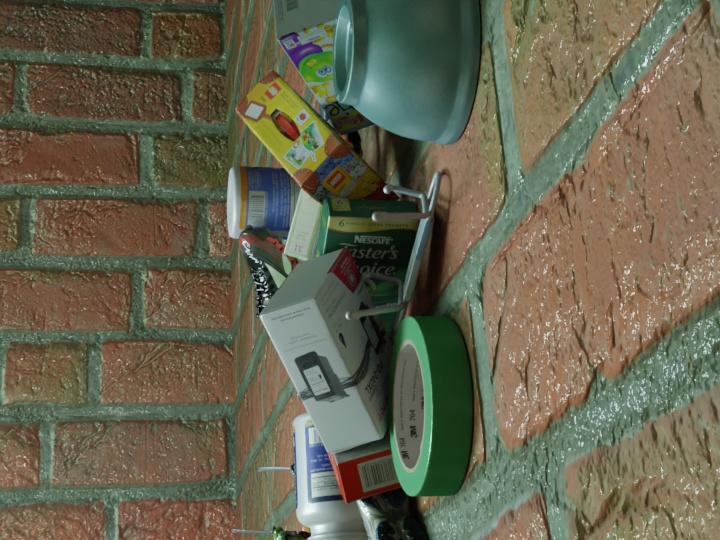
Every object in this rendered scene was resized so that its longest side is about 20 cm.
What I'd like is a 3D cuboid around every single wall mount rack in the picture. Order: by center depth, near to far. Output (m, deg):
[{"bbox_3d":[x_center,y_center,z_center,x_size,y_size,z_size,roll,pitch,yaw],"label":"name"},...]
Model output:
[{"bbox_3d":[0.037,-0.019,1.352,0.174,0.074,0.202,-79,3,-74],"label":"wall mount rack"}]

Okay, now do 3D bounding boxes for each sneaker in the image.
[{"bbox_3d":[0.030,0.320,1.470,0.201,0.076,0.086,-107,17,-56],"label":"sneaker"},{"bbox_3d":[-0.128,0.027,1.777,0.070,0.201,0.098,-10,32,44],"label":"sneaker"}]

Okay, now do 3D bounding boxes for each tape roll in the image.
[{"bbox_3d":[0.076,0.153,1.325,0.200,0.048,0.203,-179,90,-78],"label":"tape roll"}]

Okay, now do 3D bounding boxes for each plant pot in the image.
[{"bbox_3d":[0.041,-0.244,1.310,0.200,0.132,0.203,180,90,-78],"label":"plant pot"}]

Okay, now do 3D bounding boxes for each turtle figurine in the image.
[{"bbox_3d":[-0.096,0.353,1.826,0.200,0.143,0.195,42,125,15],"label":"turtle figurine"}]

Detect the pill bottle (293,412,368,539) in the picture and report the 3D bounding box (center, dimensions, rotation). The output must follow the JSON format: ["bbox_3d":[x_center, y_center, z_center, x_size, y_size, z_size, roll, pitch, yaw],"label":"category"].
[{"bbox_3d":[-0.034,0.306,1.654,0.120,0.118,0.203,122,147,-67],"label":"pill bottle"}]

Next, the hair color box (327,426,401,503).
[{"bbox_3d":[0.004,0.213,1.510,0.200,0.100,0.062,-118,14,-67],"label":"hair color box"}]

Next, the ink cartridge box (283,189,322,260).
[{"bbox_3d":[-0.081,-0.018,1.696,0.146,0.047,0.202,4,-77,-85],"label":"ink cartridge box"}]

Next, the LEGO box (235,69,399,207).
[{"bbox_3d":[-0.058,-0.155,1.546,0.077,0.149,0.200,-45,48,5],"label":"LEGO box"}]

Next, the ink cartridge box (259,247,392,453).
[{"bbox_3d":[-0.027,0.098,1.434,0.202,0.083,0.146,65,-155,-18],"label":"ink cartridge box"}]

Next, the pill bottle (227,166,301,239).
[{"bbox_3d":[-0.106,-0.104,1.826,0.112,0.197,0.114,-179,90,-78],"label":"pill bottle"}]

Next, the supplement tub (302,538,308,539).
[{"bbox_3d":[-0.057,0.486,1.692,0.200,0.143,0.147,-135,47,-74],"label":"supplement tub"}]

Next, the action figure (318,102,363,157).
[{"bbox_3d":[-0.023,-0.214,1.680,0.200,0.103,0.196,-142,53,-71],"label":"action figure"}]

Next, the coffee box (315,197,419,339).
[{"bbox_3d":[0.000,0.000,1.515,0.044,0.121,0.202,-102,20,-51],"label":"coffee box"}]

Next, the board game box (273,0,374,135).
[{"bbox_3d":[-0.021,-0.280,1.467,0.200,0.102,0.106,52,-154,-54],"label":"board game box"}]
